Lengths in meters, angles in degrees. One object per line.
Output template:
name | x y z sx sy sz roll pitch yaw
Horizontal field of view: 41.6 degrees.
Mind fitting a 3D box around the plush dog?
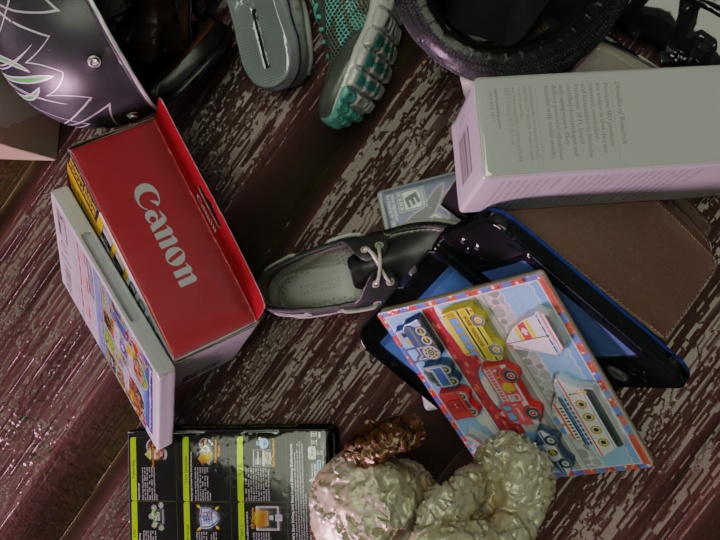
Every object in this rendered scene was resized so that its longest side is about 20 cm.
plush dog | 0.037 0.208 0.742 0.171 0.161 0.201 29 118 7

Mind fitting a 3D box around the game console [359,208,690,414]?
game console | 0.121 0.066 0.746 0.200 0.171 0.119 38 77 -7

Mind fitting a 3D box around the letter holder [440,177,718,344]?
letter holder | 0.190 -0.055 0.762 0.200 0.101 0.142 39 83 3

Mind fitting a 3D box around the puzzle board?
puzzle board | 0.121 0.095 0.747 0.150 0.017 0.201 -15 120 38

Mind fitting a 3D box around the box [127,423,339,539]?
box | -0.113 0.241 0.856 0.191 0.047 0.202 -3 87 13

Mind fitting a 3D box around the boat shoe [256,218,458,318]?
boat shoe | 0.000 0.000 0.820 0.198 0.060 0.075 -10 85 22

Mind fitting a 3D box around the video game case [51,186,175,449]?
video game case | -0.215 0.043 0.824 0.018 0.144 0.201 -24 64 -26

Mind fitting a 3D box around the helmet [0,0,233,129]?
helmet | -0.226 -0.216 0.812 0.200 0.200 0.191 40 64 10

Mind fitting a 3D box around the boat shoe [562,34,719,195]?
boat shoe | 0.240 -0.144 0.793 0.199 0.093 0.075 31 120 -18

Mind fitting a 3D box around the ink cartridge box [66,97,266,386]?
ink cartridge box | -0.171 -0.016 0.807 0.083 0.176 0.201 -25 81 -24

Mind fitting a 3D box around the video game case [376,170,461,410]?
video game case | 0.122 0.006 0.832 0.181 0.023 0.202 -14 84 10

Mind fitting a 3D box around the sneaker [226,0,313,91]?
sneaker | -0.089 -0.261 0.857 0.072 0.071 0.202 -6 95 19

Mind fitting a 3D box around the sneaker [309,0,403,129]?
sneaker | -0.010 -0.226 0.852 0.091 0.078 0.202 16 83 20

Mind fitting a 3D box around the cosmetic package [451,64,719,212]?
cosmetic package | 0.171 -0.091 0.666 0.198 0.101 0.072 -3 81 -5

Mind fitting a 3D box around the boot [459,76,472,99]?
boot | 0.155 -0.243 0.816 0.143 0.072 0.202 4 84 10

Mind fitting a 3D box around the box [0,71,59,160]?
box | -0.357 -0.151 0.844 0.094 0.200 0.079 3 89 12

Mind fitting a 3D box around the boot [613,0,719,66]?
boot | 0.312 -0.240 0.782 0.162 0.073 0.199 37 102 13

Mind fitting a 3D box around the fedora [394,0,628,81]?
fedora | 0.114 -0.233 0.741 0.199 0.092 0.203 0 85 -4
